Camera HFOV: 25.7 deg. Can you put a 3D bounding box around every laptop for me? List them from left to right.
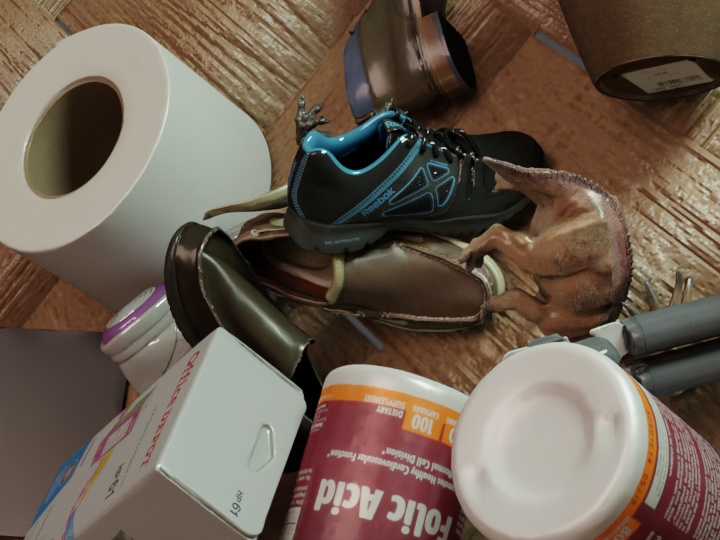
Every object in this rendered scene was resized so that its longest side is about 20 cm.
[{"bbox_3d":[-0.287,0.150,1.323,0.200,0.102,0.179,-32,45,52],"label":"laptop"}]

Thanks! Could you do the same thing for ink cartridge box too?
[{"bbox_3d":[-0.139,0.152,1.053,0.200,0.085,0.145,-39,19,32],"label":"ink cartridge box"}]

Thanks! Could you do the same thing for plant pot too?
[{"bbox_3d":[0.200,-0.225,1.070,0.185,0.186,0.203,-9,76,32],"label":"plant pot"}]

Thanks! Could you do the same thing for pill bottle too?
[{"bbox_3d":[0.006,0.174,1.014,0.113,0.114,0.202,2,68,37],"label":"pill bottle"},{"bbox_3d":[0.145,0.128,0.887,0.113,0.200,0.115,-17,57,29],"label":"pill bottle"}]

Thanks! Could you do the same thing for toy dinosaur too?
[{"bbox_3d":[-0.014,-0.082,1.132,0.048,0.198,0.089,57,148,34],"label":"toy dinosaur"},{"bbox_3d":[0.145,-0.002,0.995,0.134,0.202,0.086,6,40,36],"label":"toy dinosaur"}]

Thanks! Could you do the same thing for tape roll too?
[{"bbox_3d":[-0.191,-0.078,1.286,0.201,0.139,0.205,-18,56,28],"label":"tape roll"}]

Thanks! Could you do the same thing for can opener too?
[{"bbox_3d":[0.179,0.054,0.939,0.198,0.054,0.067,-15,12,-1],"label":"can opener"}]

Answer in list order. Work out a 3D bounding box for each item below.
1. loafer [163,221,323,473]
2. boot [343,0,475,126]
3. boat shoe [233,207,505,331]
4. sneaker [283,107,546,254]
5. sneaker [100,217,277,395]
[{"bbox_3d":[-0.065,0.048,1.103,0.071,0.201,0.073,-15,27,31],"label":"loafer"},{"bbox_3d":[0.020,-0.205,1.243,0.096,0.075,0.202,-26,55,19],"label":"boot"},{"bbox_3d":[-0.001,0.006,1.112,0.200,0.075,0.076,10,107,23],"label":"boat shoe"},{"bbox_3d":[0.044,-0.069,1.088,0.198,0.083,0.073,-15,42,-22],"label":"sneaker"},{"bbox_3d":[-0.099,0.029,1.217,0.199,0.100,0.075,-36,12,-8],"label":"sneaker"}]
